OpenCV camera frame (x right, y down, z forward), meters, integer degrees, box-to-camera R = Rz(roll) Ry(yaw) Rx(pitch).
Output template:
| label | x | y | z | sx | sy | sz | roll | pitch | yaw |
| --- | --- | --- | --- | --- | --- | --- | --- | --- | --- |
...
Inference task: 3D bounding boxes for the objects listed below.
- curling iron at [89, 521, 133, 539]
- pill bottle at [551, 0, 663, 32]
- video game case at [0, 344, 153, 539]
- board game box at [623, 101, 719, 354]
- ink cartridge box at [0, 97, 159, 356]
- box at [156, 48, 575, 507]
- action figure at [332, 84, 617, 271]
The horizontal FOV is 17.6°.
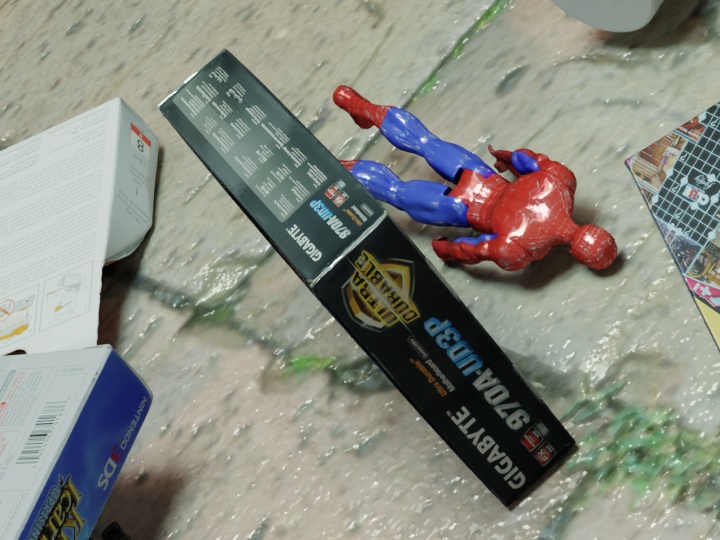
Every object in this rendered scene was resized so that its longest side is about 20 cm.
| label | x | y | z | sx | sy | sz | roll | pitch | yaw |
| --- | --- | --- | --- | --- | --- | --- | --- | --- | --- |
| curling iron | -0.187 | 0.151 | 1.138 | 0.199 | 0.026 | 0.050 | -4 | 43 | 27 |
| pill bottle | 0.162 | -0.219 | 1.187 | 0.104 | 0.104 | 0.201 | 6 | 54 | 46 |
| video game case | -0.211 | 0.131 | 1.102 | 0.180 | 0.046 | 0.201 | -5 | 48 | 36 |
| board game box | 0.201 | -0.018 | 0.985 | 0.135 | 0.035 | 0.201 | -32 | 35 | 11 |
| ink cartridge box | -0.194 | 0.010 | 1.322 | 0.161 | 0.050 | 0.201 | -22 | 46 | 23 |
| box | 0.000 | 0.000 | 1.042 | 0.046 | 0.159 | 0.200 | -41 | 35 | -1 |
| action figure | 0.051 | -0.038 | 1.136 | 0.200 | 0.052 | 0.066 | 26 | 75 | 48 |
